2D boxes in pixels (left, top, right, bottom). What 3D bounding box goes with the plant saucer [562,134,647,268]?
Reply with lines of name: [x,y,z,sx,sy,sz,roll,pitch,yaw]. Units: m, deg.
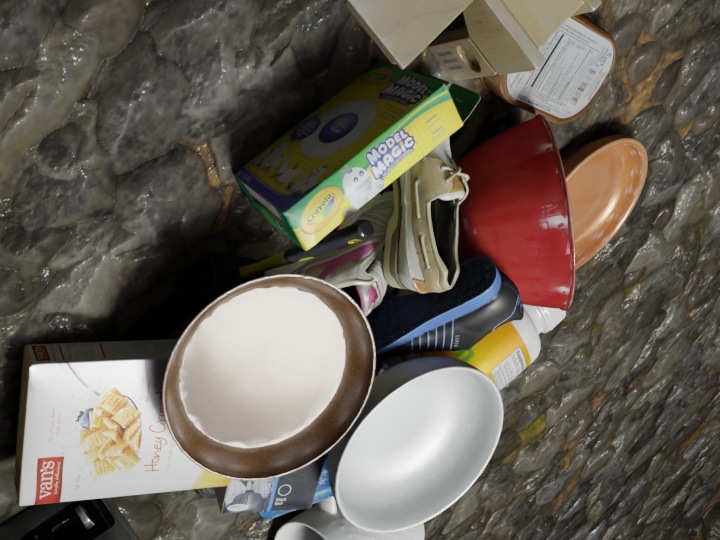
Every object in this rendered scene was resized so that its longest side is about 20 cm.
plant saucer: [0.273,-0.083,1.302,0.198,0.037,0.202,-29,143,-25]

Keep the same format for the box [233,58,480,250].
box: [-0.002,-0.110,0.898,0.199,0.117,0.049,-38,123,-12]

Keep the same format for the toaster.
toaster: [-0.246,0.330,1.036,0.118,0.181,0.202,-34,144,-17]

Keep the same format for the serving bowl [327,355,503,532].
serving bowl: [0.047,0.166,1.070,0.197,0.066,0.203,-17,126,-24]

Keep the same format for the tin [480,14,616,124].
tin: [0.197,-0.216,1.083,0.198,0.042,0.113,8,115,-51]

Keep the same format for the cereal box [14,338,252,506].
cereal box: [-0.203,0.133,0.941,0.196,0.040,0.146,-1,117,-27]

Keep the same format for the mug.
mug: [-0.006,0.332,1.355,0.174,0.146,0.204,-20,109,-45]

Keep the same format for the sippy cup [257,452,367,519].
sippy cup: [-0.071,0.199,1.150,0.129,0.140,0.180,-25,116,-11]

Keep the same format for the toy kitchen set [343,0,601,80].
toy kitchen set: [0.049,-0.235,0.870,0.163,0.180,0.200,-44,107,-8]

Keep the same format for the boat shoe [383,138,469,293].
boat shoe: [0.069,-0.080,0.994,0.074,0.067,0.204,-12,108,-51]

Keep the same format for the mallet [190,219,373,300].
mallet: [-0.060,-0.010,0.919,0.197,0.042,0.065,-16,167,34]

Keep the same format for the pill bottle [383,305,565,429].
pill bottle: [0.132,0.082,1.186,0.199,0.111,0.112,-38,146,-10]

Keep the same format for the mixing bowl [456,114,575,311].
mixing bowl: [0.146,-0.052,1.091,0.106,0.203,0.202,-8,141,1]

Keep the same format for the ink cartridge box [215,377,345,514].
ink cartridge box: [-0.076,0.146,1.016,0.098,0.039,0.203,1,120,-22]

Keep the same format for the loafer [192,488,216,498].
loafer: [-0.155,0.163,1.056,0.069,0.069,0.202,-18,138,-5]

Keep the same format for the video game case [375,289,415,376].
video game case: [0.086,0.091,1.280,0.198,0.036,0.183,-2,127,-47]

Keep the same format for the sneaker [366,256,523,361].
sneaker: [0.068,0.057,1.049,0.198,0.071,0.078,-23,135,27]

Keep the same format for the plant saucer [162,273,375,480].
plant saucer: [-0.081,0.091,0.935,0.197,0.032,0.204,-10,118,-20]

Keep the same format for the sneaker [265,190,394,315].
sneaker: [0.000,0.000,1.044,0.199,0.088,0.082,-36,145,-15]
